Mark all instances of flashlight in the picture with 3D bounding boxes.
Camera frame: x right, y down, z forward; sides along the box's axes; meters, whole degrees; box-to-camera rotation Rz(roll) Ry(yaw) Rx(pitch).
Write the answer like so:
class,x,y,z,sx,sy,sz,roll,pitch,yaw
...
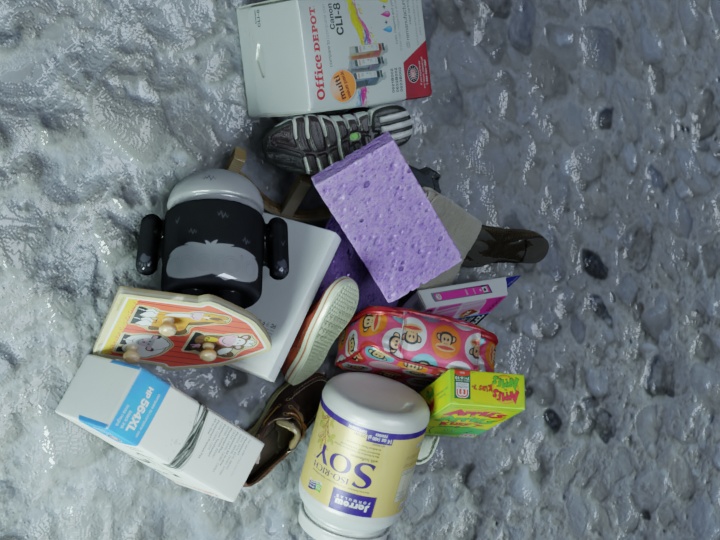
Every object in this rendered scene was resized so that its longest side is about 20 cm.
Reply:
class,x,y,z,sx,sy,sz,roll,pitch,yaw
flashlight,0.053,-0.112,1.715,0.200,0.068,0.068,11,77,-72

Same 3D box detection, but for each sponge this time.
class,x,y,z,sx,sy,sz,roll,pitch,yaw
sponge,0.036,-0.063,1.602,0.111,0.030,0.200,-31,120,2
sponge,0.000,0.000,1.704,0.200,0.030,0.112,22,93,-55

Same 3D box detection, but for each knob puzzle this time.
class,x,y,z,sx,sy,sz,roll,pitch,yaw
knob puzzle,-0.200,0.083,1.494,0.219,0.219,0.031,21,54,-36

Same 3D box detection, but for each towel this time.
class,x,y,z,sx,sy,sz,roll,pitch,yaw
towel,0.096,-0.035,1.749,0.133,0.034,0.200,-61,151,1

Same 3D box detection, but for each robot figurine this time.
class,x,y,z,sx,sy,sz,roll,pitch,yaw
robot figurine,-0.177,-0.023,1.547,0.150,0.125,0.200,19,62,-41

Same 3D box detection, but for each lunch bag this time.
class,x,y,z,sx,sy,sz,roll,pitch,yaw
lunch bag,0.070,0.115,1.728,0.200,0.176,0.082,15,69,-17

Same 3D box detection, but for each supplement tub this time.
class,x,y,z,sx,sy,sz,roll,pitch,yaw
supplement tub,0.000,0.250,1.680,0.145,0.145,0.200,2,111,-37

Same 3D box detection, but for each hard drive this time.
class,x,y,z,sx,sy,sz,roll,pitch,yaw
hard drive,-0.121,0.029,1.606,0.027,0.132,0.200,45,66,-55

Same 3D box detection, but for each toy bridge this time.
class,x,y,z,sx,sy,sz,roll,pitch,yaw
toy bridge,-0.085,-0.097,1.659,0.200,0.067,0.027,19,38,-20

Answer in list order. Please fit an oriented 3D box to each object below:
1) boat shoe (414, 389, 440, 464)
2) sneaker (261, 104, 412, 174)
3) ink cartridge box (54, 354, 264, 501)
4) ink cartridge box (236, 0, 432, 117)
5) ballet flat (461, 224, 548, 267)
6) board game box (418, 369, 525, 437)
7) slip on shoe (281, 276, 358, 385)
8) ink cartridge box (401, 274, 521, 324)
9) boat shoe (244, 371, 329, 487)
class,x,y,z,sx,sy,sz,roll,pitch,yaw
boat shoe,0.103,0.187,1.830,0.072,0.061,0.201,32,71,-5
sneaker,-0.039,-0.173,1.677,0.200,0.116,0.076,-10,101,-14
ink cartridge box,-0.237,0.188,1.518,0.200,0.146,0.084,38,70,-32
ink cartridge box,-0.035,-0.279,1.639,0.200,0.145,0.146,-13,101,-35
ballet flat,0.191,-0.041,1.893,0.200,0.046,0.068,1,114,-31
board game box,0.135,0.179,1.700,0.101,0.200,0.048,6,71,-13
slip on shoe,-0.062,0.070,1.629,0.074,0.200,0.061,-26,68,-39
ink cartridge box,0.139,0.053,1.825,0.200,0.095,0.037,-10,64,-37
boat shoe,-0.099,0.209,1.669,0.200,0.072,0.072,-41,116,-29
